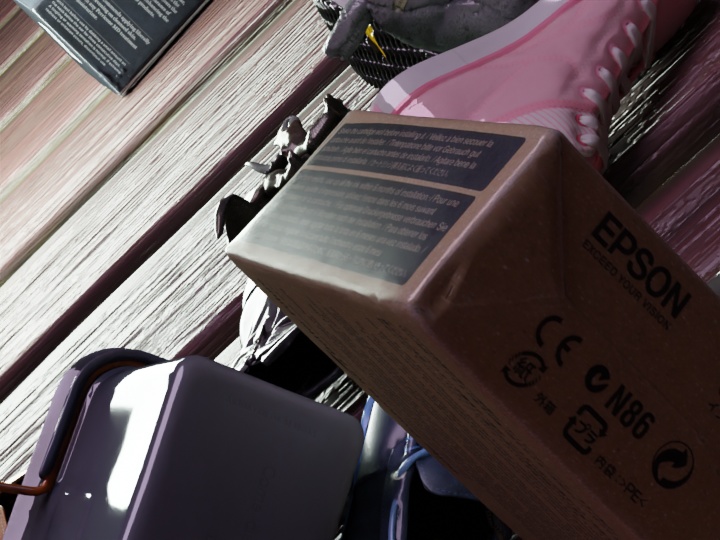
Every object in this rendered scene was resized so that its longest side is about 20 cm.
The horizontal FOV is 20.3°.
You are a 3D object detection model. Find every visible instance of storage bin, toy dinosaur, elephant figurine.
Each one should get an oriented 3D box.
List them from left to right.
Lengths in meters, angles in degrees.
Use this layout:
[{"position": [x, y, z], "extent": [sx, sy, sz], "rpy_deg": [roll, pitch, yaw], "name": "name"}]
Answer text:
[{"position": [-0.083, 0.123, 0.805], "extent": [0.134, 0.145, 0.201], "rpy_deg": [-31, 39, 67], "name": "storage bin"}, {"position": [-0.037, -0.038, 1.174], "extent": [0.102, 0.077, 0.200], "rpy_deg": [-51, 6, 32], "name": "toy dinosaur"}, {"position": [0.099, -0.185, 1.123], "extent": [0.154, 0.143, 0.200], "rpy_deg": [17, 21, 27], "name": "elephant figurine"}]

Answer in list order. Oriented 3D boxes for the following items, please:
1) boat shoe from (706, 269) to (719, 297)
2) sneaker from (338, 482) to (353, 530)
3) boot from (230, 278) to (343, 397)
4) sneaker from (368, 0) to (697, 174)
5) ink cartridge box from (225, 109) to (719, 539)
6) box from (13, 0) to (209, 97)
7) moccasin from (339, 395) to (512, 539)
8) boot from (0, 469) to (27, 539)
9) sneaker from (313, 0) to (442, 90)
[{"position": [0.178, 0.015, 0.672], "extent": [0.201, 0.072, 0.061], "rpy_deg": [-7, 40, 55], "name": "boat shoe"}, {"position": [-0.065, 0.104, 0.991], "extent": [0.200, 0.071, 0.098], "rpy_deg": [-31, 28, 40], "name": "sneaker"}, {"position": [0.000, 0.000, 1.053], "extent": [0.200, 0.070, 0.132], "rpy_deg": [-51, 12, 24], "name": "boot"}, {"position": [0.110, -0.084, 1.004], "extent": [0.199, 0.076, 0.105], "rpy_deg": [-30, 56, -18], "name": "sneaker"}, {"position": [0.069, 0.040, 0.664], "extent": [0.075, 0.200, 0.165], "rpy_deg": [-50, 22, -9], "name": "ink cartridge box"}, {"position": [-0.223, -0.290, 1.943], "extent": [0.197, 0.124, 0.200], "rpy_deg": [-46, 21, -3], "name": "box"}, {"position": [0.038, 0.101, 0.815], "extent": [0.068, 0.080, 0.201], "rpy_deg": [-15, 52, 49], "name": "moccasin"}, {"position": [-0.256, 0.164, 1.247], "extent": [0.155, 0.077, 0.200], "rpy_deg": [-43, 24, 17], "name": "boot"}, {"position": [0.041, -0.168, 1.298], "extent": [0.090, 0.070, 0.200], "rpy_deg": [-35, 19, -11], "name": "sneaker"}]
